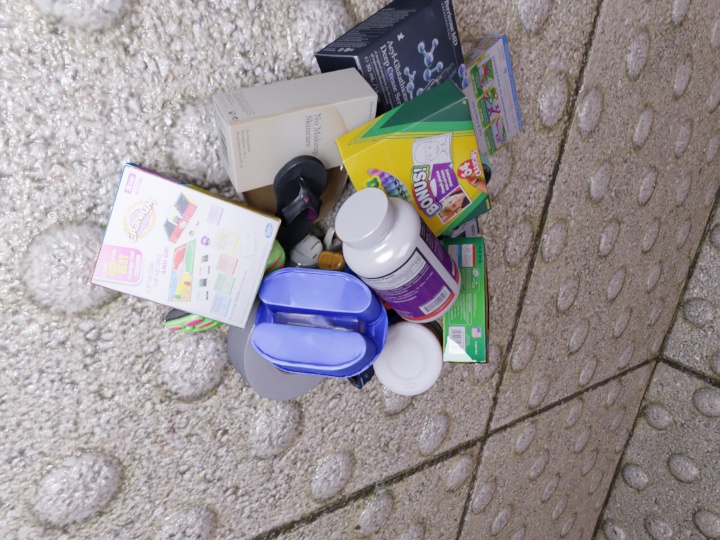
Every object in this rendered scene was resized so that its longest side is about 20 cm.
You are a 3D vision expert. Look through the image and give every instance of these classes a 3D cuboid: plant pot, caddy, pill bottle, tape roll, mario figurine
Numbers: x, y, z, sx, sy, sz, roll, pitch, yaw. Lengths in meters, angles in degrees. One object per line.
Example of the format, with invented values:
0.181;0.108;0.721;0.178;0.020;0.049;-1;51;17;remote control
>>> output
-0.100;-0.161;0.775;0.197;0.027;0.204;-18;120;-34;plant pot
-0.060;0.074;0.725;0.105;0.196;0.144;60;36;-76;caddy
0.096;0.140;0.926;0.200;0.118;0.122;-7;119;-77;pill bottle
-0.118;0.109;0.855;0.198;0.066;0.204;-19;122;-34;tape roll
0.000;0.000;0.841;0.122;0.107;0.200;-29;143;15;mario figurine
0.051;-0.019;0.688;0.113;0.112;0.200;-54;134;-8;pill bottle

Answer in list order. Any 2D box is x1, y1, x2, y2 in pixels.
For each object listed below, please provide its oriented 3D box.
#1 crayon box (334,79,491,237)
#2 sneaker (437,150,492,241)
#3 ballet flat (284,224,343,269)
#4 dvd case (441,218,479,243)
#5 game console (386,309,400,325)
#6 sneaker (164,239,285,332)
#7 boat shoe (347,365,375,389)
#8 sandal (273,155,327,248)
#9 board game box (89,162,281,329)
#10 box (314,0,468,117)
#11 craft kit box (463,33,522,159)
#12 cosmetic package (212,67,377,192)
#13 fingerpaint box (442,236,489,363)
0.080;-0.129;0.714;0.170;0.059;0.201;-27;136;3;crayon box
0.134;-0.144;0.875;0.077;0.141;0.201;14;131;-31;sneaker
-0.065;-0.037;0.830;0.198;0.067;0.064;-27;144;-39;ballet flat
0.167;-0.085;1.054;0.199;0.017;0.144;-37;129;-23;dvd case
0.067;0.040;1.008;0.198;0.118;0.173;-26;95;-24;game console
-0.199;0.017;0.744;0.199;0.084;0.077;-38;161;-3;sneaker
-0.028;0.145;0.846;0.200;0.083;0.070;42;69;-42;boat shoe
-0.083;-0.082;0.715;0.074;0.049;0.201;-18;157;-23;sandal
-0.218;-0.028;0.658;0.197;0.040;0.156;20;97;-16;board game box
0.054;-0.306;0.790;0.200;0.106;0.150;-42;131;-20;box
0.223;-0.305;0.986;0.198;0.048;0.202;-46;133;-20;craft kit box
-0.083;-0.185;0.673;0.197;0.074;0.105;-19;144;-20;cosmetic package
0.188;0.059;0.902;0.167;0.072;0.205;36;55;-71;fingerpaint box
